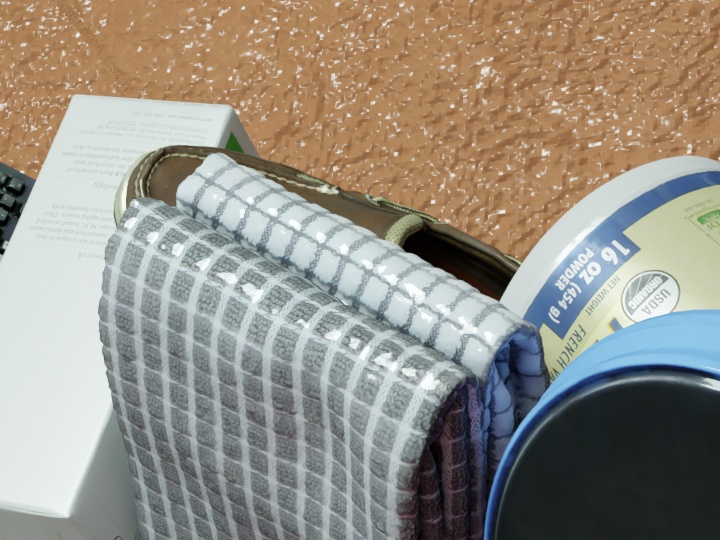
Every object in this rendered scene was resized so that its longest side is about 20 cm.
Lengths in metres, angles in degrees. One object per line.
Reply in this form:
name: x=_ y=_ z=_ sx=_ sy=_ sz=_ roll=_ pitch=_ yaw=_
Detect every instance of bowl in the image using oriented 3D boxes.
bowl: x=0.124 y=0.114 z=0.871 sx=0.200 sy=0.202 sz=0.039 roll=26 pitch=31 yaw=33

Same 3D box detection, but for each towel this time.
towel: x=-0.016 y=0.076 z=0.985 sx=0.165 sy=0.201 sz=0.085 roll=26 pitch=45 yaw=31

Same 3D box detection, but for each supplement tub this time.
supplement tub: x=0.153 y=0.066 z=0.966 sx=0.144 sy=0.145 sz=0.200 roll=-39 pitch=52 yaw=-9

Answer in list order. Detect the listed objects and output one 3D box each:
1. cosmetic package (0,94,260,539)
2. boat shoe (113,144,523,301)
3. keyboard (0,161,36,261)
cosmetic package: x=-0.105 y=0.037 z=1.107 sx=0.084 sy=0.108 sz=0.201 roll=5 pitch=60 yaw=23
boat shoe: x=0.002 y=-0.005 z=1.050 sx=0.201 sy=0.075 sz=0.075 roll=22 pitch=62 yaw=-12
keyboard: x=-0.179 y=0.041 z=1.146 sx=0.127 sy=0.021 sz=0.201 roll=30 pitch=59 yaw=-11
